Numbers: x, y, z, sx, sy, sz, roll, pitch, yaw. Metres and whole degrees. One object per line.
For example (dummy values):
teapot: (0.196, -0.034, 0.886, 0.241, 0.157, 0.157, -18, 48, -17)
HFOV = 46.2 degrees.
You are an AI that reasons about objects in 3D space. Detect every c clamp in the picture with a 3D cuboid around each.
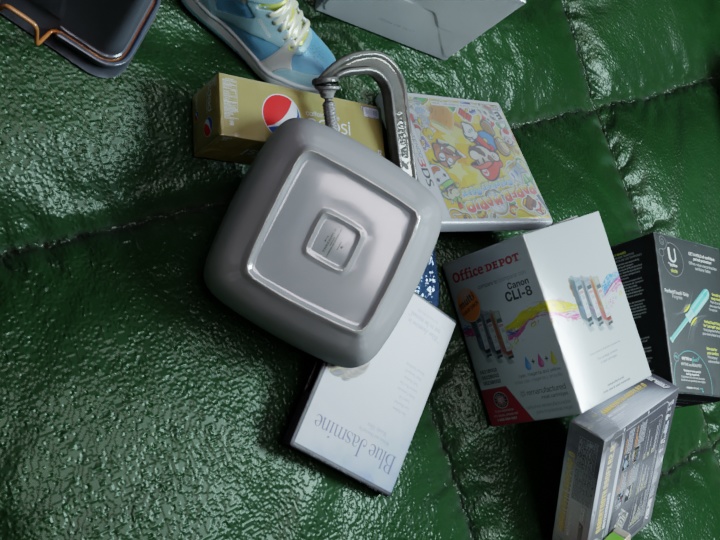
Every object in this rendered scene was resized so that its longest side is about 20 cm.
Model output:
c clamp: (-0.006, -0.122, 0.856, 0.168, 0.027, 0.205, -6, 94, -35)

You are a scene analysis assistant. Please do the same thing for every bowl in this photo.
bowl: (-0.029, -0.027, 0.786, 0.197, 0.075, 0.203, 29, 84, -9)

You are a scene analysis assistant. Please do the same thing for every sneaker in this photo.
sneaker: (-0.081, -0.266, 0.861, 0.198, 0.130, 0.081, 32, 59, -25)

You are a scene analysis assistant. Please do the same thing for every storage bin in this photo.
storage bin: (-0.259, -0.283, 0.735, 0.198, 0.133, 0.148, 33, 60, -23)

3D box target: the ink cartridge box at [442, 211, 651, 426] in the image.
ink cartridge box: (0.213, 0.055, 0.977, 0.143, 0.144, 0.204, -14, 85, -37)

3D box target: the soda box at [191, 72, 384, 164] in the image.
soda box: (-0.072, -0.144, 0.873, 0.197, 0.067, 0.066, 5, 75, -35)

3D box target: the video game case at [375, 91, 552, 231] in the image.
video game case: (0.126, -0.130, 1.011, 0.197, 0.023, 0.185, -2, 63, -37)

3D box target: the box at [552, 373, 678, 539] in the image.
box: (0.295, 0.239, 0.986, 0.156, 0.048, 0.204, -20, 122, -37)

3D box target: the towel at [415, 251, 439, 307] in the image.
towel: (0.000, 0.000, 0.898, 0.197, 0.048, 0.114, -2, 79, -37)

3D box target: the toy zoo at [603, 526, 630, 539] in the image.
toy zoo: (0.239, 0.394, 0.941, 0.198, 0.020, 0.134, -26, 120, -36)

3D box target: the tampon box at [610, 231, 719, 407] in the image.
tampon box: (0.392, 0.072, 1.115, 0.147, 0.125, 0.205, 10, 71, -34)

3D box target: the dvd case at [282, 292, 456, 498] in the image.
dvd case: (0.015, 0.110, 0.865, 0.142, 0.017, 0.203, 33, 72, -31)

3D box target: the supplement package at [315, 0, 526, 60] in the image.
supplement package: (0.069, -0.355, 0.979, 0.197, 0.155, 0.114, 10, 70, -33)
